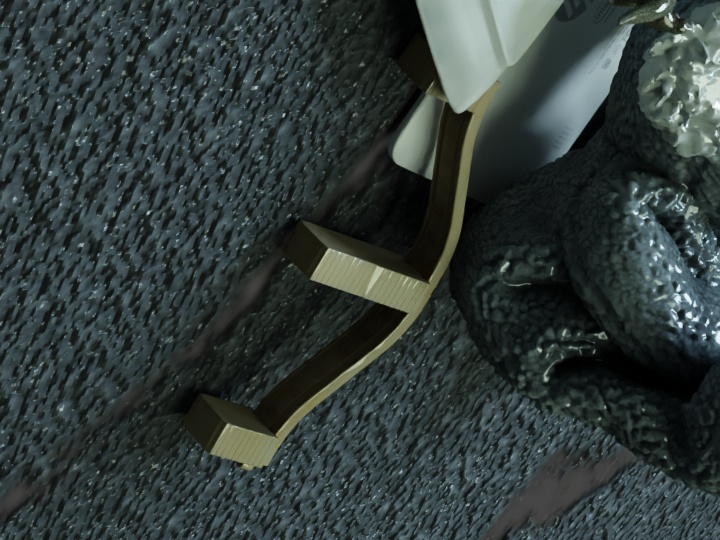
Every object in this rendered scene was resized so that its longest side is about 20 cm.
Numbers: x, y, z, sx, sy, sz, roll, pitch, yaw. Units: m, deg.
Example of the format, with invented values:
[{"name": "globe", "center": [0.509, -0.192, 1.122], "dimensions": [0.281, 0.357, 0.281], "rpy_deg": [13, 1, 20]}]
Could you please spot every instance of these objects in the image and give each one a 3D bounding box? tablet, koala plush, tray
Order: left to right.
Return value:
[{"name": "tray", "center": [0.053, -0.152, 1.109], "dimensions": [0.107, 0.022, 0.200], "rpy_deg": [-53, 150, -22]}, {"name": "tablet", "center": [0.098, -0.116, 1.256], "dimensions": [0.200, 0.014, 0.130], "rpy_deg": [-55, 150, 9]}, {"name": "koala plush", "center": [0.141, -0.041, 1.226], "dimensions": [0.177, 0.184, 0.200], "rpy_deg": [-43, 153, -60]}]

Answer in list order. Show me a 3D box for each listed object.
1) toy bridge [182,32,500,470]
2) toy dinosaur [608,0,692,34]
[{"name": "toy bridge", "center": [0.000, 0.000, 1.222], "dimensions": [0.067, 0.027, 0.200], "rpy_deg": [18, 109, -42]}, {"name": "toy dinosaur", "center": [0.110, -0.154, 1.128], "dimensions": [0.200, 0.077, 0.102], "rpy_deg": [-48, 130, -46]}]
